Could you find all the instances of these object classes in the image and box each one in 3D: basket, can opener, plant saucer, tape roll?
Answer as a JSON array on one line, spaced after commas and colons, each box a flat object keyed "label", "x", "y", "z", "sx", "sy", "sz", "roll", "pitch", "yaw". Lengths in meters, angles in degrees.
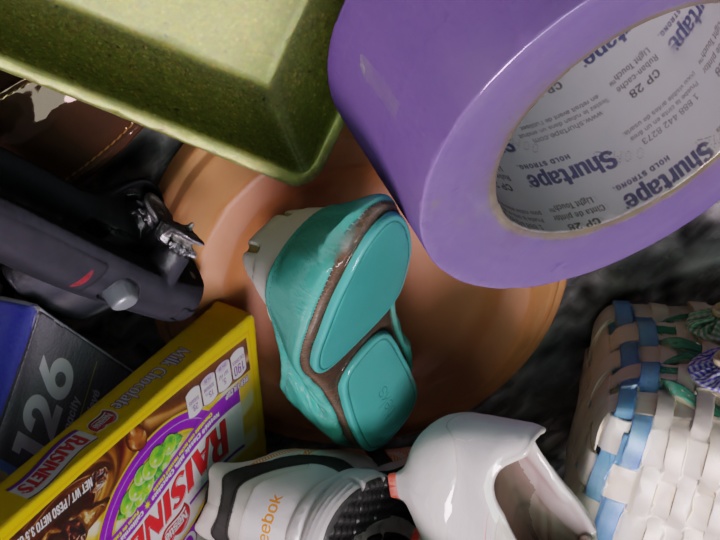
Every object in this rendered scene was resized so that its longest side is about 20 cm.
[{"label": "basket", "x": 0.195, "y": 0.097, "z": 1.185, "sx": 0.199, "sy": 0.176, "sz": 0.140, "roll": 17, "pitch": 114, "yaw": -4}, {"label": "can opener", "x": -0.126, "y": -0.013, "z": 1.076, "sx": 0.079, "sy": 0.063, "sz": 0.200, "roll": -42, "pitch": 157, "yaw": 7}, {"label": "plant saucer", "x": -0.071, "y": -0.162, "z": 1.058, "sx": 0.199, "sy": 0.048, "sz": 0.201, "roll": 21, "pitch": 103, "yaw": -18}, {"label": "plant saucer", "x": 0.000, "y": 0.000, "z": 1.185, "sx": 0.199, "sy": 0.037, "sz": 0.201, "roll": -3, "pitch": 120, "yaw": -5}, {"label": "tape roll", "x": 0.092, "y": -0.089, "z": 1.051, "sx": 0.199, "sy": 0.085, "sz": 0.200, "roll": -23, "pitch": 149, "yaw": -15}]

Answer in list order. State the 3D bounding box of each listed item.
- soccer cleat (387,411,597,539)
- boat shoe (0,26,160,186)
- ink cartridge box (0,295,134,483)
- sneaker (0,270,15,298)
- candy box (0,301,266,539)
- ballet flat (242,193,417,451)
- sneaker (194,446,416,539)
[{"label": "soccer cleat", "x": 0.080, "y": 0.152, "z": 1.128, "sx": 0.077, "sy": 0.069, "sz": 0.200, "roll": -7, "pitch": 117, "yaw": 40}, {"label": "boat shoe", "x": -0.167, "y": -0.041, "z": 1.121, "sx": 0.200, "sy": 0.068, "sz": 0.072, "roll": -29, "pitch": 119, "yaw": 10}, {"label": "ink cartridge box", "x": -0.155, "y": 0.121, "z": 1.122, "sx": 0.047, "sy": 0.198, "sz": 0.200, "roll": 4, "pitch": 158, "yaw": 36}, {"label": "sneaker", "x": -0.213, "y": 0.092, "z": 1.203, "sx": 0.115, "sy": 0.076, "sz": 0.201, "roll": -1, "pitch": 113, "yaw": 4}, {"label": "candy box", "x": -0.106, "y": 0.105, "z": 1.116, "sx": 0.026, "sy": 0.200, "sz": 0.103, "roll": 18, "pitch": 128, "yaw": 27}, {"label": "ballet flat", "x": -0.018, "y": 0.015, "z": 1.092, "sx": 0.067, "sy": 0.070, "sz": 0.200, "roll": -47, "pitch": 160, "yaw": -18}, {"label": "sneaker", "x": -0.007, "y": 0.107, "z": 1.188, "sx": 0.080, "sy": 0.200, "sz": 0.074, "roll": 15, "pitch": 90, "yaw": 22}]
